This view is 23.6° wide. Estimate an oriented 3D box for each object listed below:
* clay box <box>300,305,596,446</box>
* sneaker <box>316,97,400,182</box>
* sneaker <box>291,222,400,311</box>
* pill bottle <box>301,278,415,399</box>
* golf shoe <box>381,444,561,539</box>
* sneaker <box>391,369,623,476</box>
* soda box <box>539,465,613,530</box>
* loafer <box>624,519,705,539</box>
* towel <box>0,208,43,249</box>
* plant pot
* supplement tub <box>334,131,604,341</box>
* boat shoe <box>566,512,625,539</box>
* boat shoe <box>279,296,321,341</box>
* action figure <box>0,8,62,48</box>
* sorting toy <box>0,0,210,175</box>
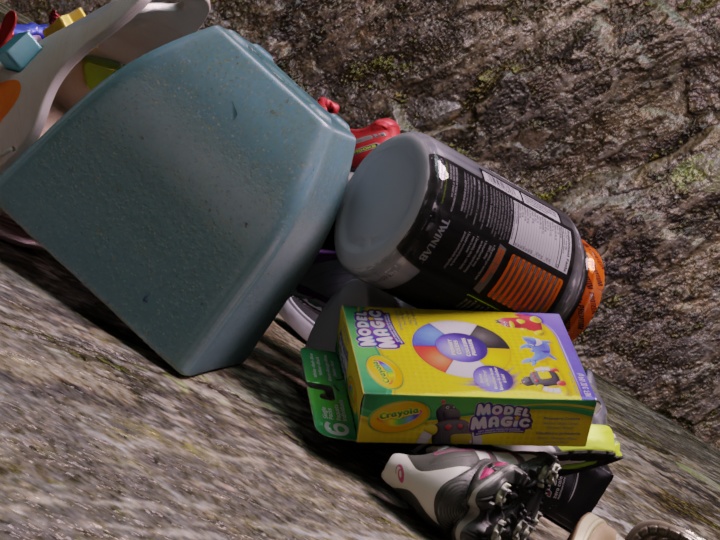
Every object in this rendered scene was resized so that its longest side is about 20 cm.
[{"bbox_3d":[0.061,0.076,1.259,0.199,0.048,0.115,3,31,-12],"label":"clay box"},{"bbox_3d":[-0.047,-0.113,1.545,0.199,0.085,0.077,7,-2,27],"label":"sneaker"},{"bbox_3d":[0.000,0.000,1.421,0.199,0.075,0.087,19,-32,-27],"label":"sneaker"},{"bbox_3d":[0.059,0.095,1.401,0.199,0.114,0.114,29,6,-21],"label":"pill bottle"},{"bbox_3d":[0.087,0.154,1.250,0.088,0.078,0.200,24,1,22],"label":"golf shoe"},{"bbox_3d":[0.107,0.112,1.329,0.199,0.081,0.074,7,-28,-28],"label":"sneaker"},{"bbox_3d":[0.122,0.150,1.524,0.199,0.064,0.071,31,6,-1],"label":"soda box"},{"bbox_3d":[0.282,0.269,1.321,0.200,0.076,0.068,42,6,11],"label":"loafer"},{"bbox_3d":[-0.341,-0.092,1.301,0.191,0.032,0.200,27,8,-42],"label":"towel"},{"bbox_3d":[-0.113,-0.065,1.274,0.196,0.200,0.196,42,6,7],"label":"plant pot"},{"bbox_3d":[0.088,-0.016,1.344,0.199,0.123,0.123,27,7,-32],"label":"supplement tub"},{"bbox_3d":[0.168,0.214,1.178,0.065,0.072,0.200,32,0,18],"label":"boat shoe"},{"bbox_3d":[0.015,0.069,1.641,0.200,0.066,0.070,33,6,17],"label":"boat shoe"},{"bbox_3d":[-0.249,-0.194,1.483,0.065,0.052,0.200,28,5,30],"label":"action figure"},{"bbox_3d":[-0.203,-0.159,1.319,0.107,0.180,0.200,58,18,5],"label":"sorting toy"}]
